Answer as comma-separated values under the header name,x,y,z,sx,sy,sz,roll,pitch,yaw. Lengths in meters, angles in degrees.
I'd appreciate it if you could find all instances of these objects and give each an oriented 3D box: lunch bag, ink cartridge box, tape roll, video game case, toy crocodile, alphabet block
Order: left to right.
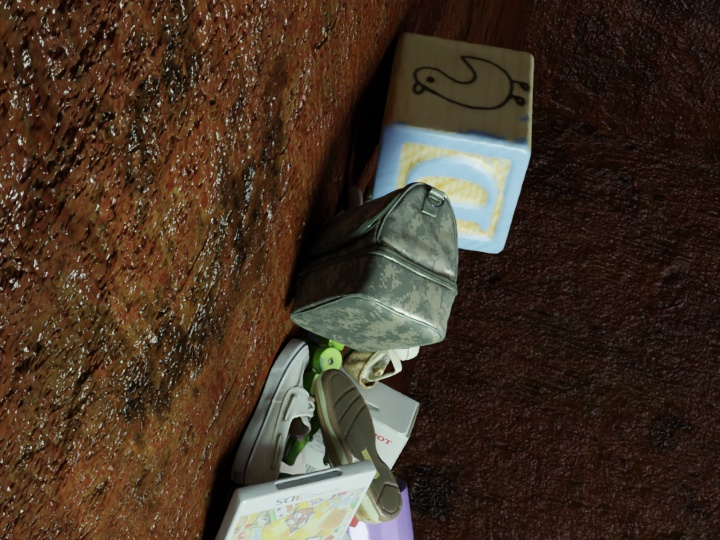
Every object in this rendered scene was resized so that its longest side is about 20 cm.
name,x,y,z,sx,sy,sz,roll,pitch,yaw
video game case,-0.089,0.308,1.200,0.181,0.023,0.201,-5,134,-35
toy crocodile,-0.061,0.155,1.328,0.062,0.067,0.202,26,80,-37
ink cartridge box,-0.023,0.242,1.442,0.201,0.146,0.083,-63,178,34
tape roll,-0.020,0.387,1.597,0.200,0.198,0.086,-13,95,-80
lunch bag,0.021,-0.007,1.201,0.200,0.139,0.169,-19,-131,58
alphabet block,0.121,-0.170,1.373,0.197,0.194,0.201,101,-2,-48

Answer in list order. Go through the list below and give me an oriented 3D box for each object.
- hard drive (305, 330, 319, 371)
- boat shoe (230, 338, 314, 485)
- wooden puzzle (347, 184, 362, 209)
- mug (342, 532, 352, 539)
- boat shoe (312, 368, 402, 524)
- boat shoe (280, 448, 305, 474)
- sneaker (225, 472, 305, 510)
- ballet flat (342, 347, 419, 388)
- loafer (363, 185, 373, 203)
name,x,y,z,sx,sy,sz,roll,pitch,yaw
hard drive,-0.036,0.063,1.490,0.200,0.033,0.141,-45,151,-72
boat shoe,-0.090,0.175,1.246,0.071,0.069,0.201,98,12,-52
wooden puzzle,0.000,0.000,1.413,0.200,0.037,0.187,67,20,-73
mug,-0.094,0.423,1.456,0.176,0.147,0.200,-59,-140,24
boat shoe,-0.022,0.224,1.282,0.071,0.076,0.201,-16,84,-48
boat shoe,-0.129,0.307,1.385,0.063,0.072,0.202,10,-94,55
sneaker,-0.130,0.313,1.261,0.200,0.120,0.084,-43,-135,18
ballet flat,0.043,0.096,1.335,0.070,0.066,0.200,-23,163,-36
loafer,0.038,-0.060,1.582,0.200,0.069,0.070,87,22,-67
